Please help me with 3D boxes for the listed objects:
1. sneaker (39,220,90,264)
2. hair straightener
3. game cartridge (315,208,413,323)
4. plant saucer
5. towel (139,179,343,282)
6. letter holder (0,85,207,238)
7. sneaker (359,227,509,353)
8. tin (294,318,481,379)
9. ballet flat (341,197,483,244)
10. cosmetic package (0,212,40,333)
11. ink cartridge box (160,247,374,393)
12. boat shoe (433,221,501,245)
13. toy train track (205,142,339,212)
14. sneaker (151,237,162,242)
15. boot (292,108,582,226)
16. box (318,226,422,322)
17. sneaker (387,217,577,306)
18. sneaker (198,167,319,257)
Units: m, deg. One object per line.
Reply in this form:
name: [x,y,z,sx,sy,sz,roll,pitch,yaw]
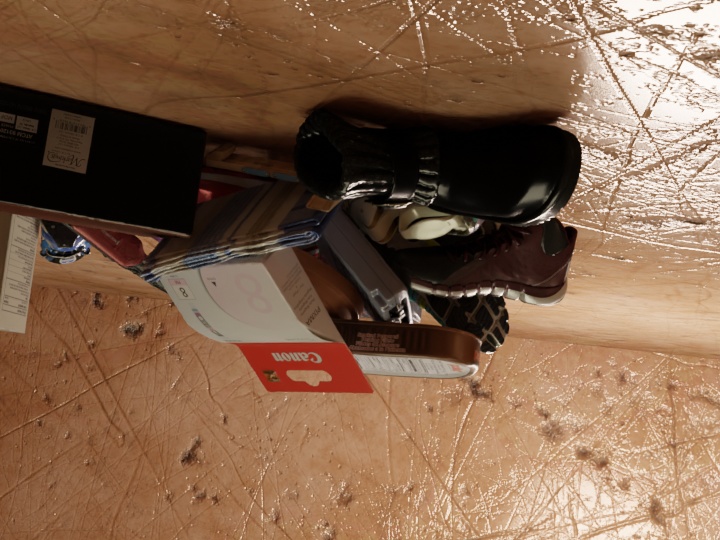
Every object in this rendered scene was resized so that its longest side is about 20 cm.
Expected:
sneaker: [-0.342,-0.047,1.414,0.078,0.089,0.200,0,-167,-10]
hair straightener: [-0.242,-0.020,1.275,0.200,0.041,0.077,36,172,-40]
game cartridge: [0.000,0.000,1.248,0.133,0.041,0.200,47,174,13]
plant saucer: [-0.095,0.020,1.267,0.200,0.032,0.200,18,158,8]
towel: [-0.103,-0.048,1.142,0.200,0.024,0.147,-14,-156,24]
letter holder: [-0.267,-0.094,1.114,0.200,0.101,0.142,10,175,-27]
sneaker: [0.080,0.014,1.306,0.200,0.078,0.080,41,162,1]
tin: [0.027,0.084,1.252,0.200,0.042,0.112,3,168,11]
ballet flat: [0.041,-0.060,1.201,0.200,0.072,0.072,0,170,39]
cosmetic package: [-0.399,-0.038,1.271,0.087,0.200,0.103,6,172,2]
ink cartridge box: [-0.097,0.060,1.193,0.162,0.200,0.057,-4,-149,42]
boat shoe: [0.080,-0.037,1.343,0.061,0.072,0.201,-2,-179,-32]
toy train track: [-0.053,-0.100,1.105,0.200,0.033,0.115,11,-149,22]
sneaker: [-0.258,-0.065,1.292,0.200,0.073,0.114,0,145,49]
boot: [0.055,-0.084,0.950,0.158,0.080,0.211,11,173,-33]
box: [-0.021,-0.006,1.512,0.200,0.122,0.106,6,173,12]
sneaker: [0.131,-0.033,1.223,0.200,0.116,0.076,5,-150,-20]
sneaker: [-0.137,-0.046,1.308,0.200,0.116,0.078,6,173,4]
